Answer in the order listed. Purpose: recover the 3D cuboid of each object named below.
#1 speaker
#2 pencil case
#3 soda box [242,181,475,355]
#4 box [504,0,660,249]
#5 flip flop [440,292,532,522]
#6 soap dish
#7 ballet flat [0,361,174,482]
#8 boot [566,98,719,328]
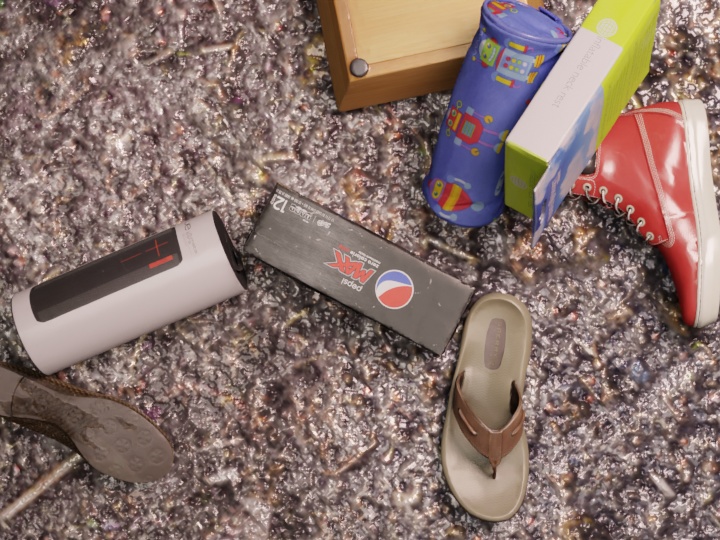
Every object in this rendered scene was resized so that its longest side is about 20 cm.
[{"bbox_3d":[-0.202,0.019,1.240,0.199,0.081,0.082,-22,87,3],"label":"speaker"},{"bbox_3d":[0.113,-0.132,1.179,0.078,0.087,0.201,39,130,26],"label":"pencil case"},{"bbox_3d":[0.000,0.000,1.235,0.199,0.063,0.071,28,91,5],"label":"soda box"},{"bbox_3d":[0.176,-0.128,1.148,0.047,0.122,0.201,30,74,17],"label":"box"},{"bbox_3d":[0.115,0.120,1.226,0.080,0.058,0.202,7,89,4],"label":"flip flop"},{"bbox_3d":[0.060,-0.239,1.229,0.198,0.081,0.159,-11,88,4],"label":"soap dish"},{"bbox_3d":[-0.260,0.134,1.262,0.199,0.046,0.068,22,90,-1],"label":"ballet flat"},{"bbox_3d":[0.237,-0.044,1.219,0.143,0.072,0.202,-7,80,4],"label":"boot"}]
